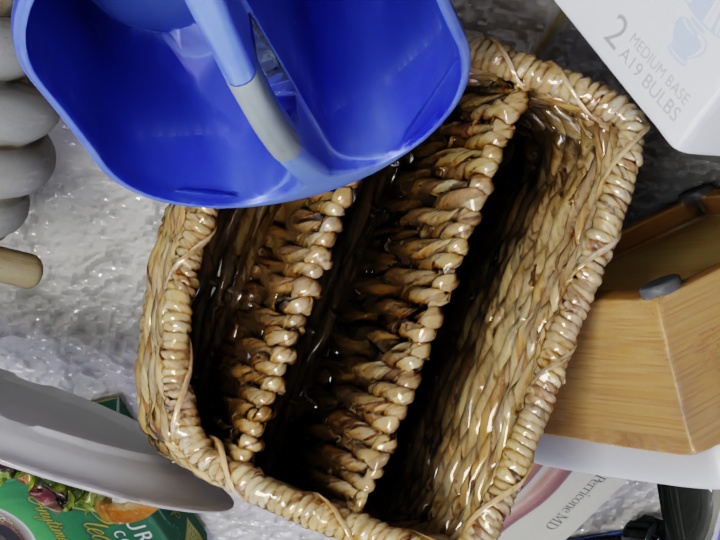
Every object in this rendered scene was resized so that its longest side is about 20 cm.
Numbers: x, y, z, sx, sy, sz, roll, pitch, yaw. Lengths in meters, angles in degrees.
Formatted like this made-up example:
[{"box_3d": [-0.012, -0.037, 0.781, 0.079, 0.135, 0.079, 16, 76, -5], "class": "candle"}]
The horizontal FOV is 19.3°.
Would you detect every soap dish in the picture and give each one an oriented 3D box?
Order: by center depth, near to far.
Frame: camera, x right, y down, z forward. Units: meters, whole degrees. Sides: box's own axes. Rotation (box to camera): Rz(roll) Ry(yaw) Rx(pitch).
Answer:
[{"box_3d": [0.144, 0.020, 0.866, 0.157, 0.200, 0.082, -24, 98, -19], "class": "soap dish"}]

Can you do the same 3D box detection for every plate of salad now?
[{"box_3d": [-0.151, 0.076, 0.912, 0.199, 0.200, 0.048, 20, 92, -16], "class": "plate of salad"}]

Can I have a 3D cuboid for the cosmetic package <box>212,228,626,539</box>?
[{"box_3d": [0.018, 0.055, 0.991, 0.199, 0.088, 0.104, 23, 130, -19], "class": "cosmetic package"}]

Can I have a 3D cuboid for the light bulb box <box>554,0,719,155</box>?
[{"box_3d": [0.138, -0.171, 0.656, 0.124, 0.199, 0.201, 0, 134, -42], "class": "light bulb box"}]

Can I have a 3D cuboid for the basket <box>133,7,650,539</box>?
[{"box_3d": [0.000, 0.000, 0.836, 0.142, 0.149, 0.201, 24, 86, -18], "class": "basket"}]

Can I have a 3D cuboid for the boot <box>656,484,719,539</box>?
[{"box_3d": [0.216, 0.090, 0.988, 0.153, 0.074, 0.204, -8, 168, 4], "class": "boot"}]

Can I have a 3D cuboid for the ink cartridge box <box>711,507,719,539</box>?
[{"box_3d": [0.233, 0.124, 0.927, 0.199, 0.043, 0.199, -18, 135, -25], "class": "ink cartridge box"}]

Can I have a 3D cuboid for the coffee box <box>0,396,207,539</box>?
[{"box_3d": [-0.192, 0.137, 1.108, 0.199, 0.044, 0.123, -14, 132, 16], "class": "coffee box"}]

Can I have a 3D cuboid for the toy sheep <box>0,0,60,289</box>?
[{"box_3d": [-0.183, -0.056, 0.860, 0.137, 0.138, 0.201, 18, 102, -15], "class": "toy sheep"}]

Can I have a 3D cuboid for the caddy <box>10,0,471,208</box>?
[{"box_3d": [-0.041, -0.091, 0.733, 0.140, 0.106, 0.200, -17, 152, 8], "class": "caddy"}]

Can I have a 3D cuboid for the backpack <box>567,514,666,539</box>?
[{"box_3d": [0.094, 0.243, 1.092, 0.181, 0.201, 0.135, -7, 134, 8], "class": "backpack"}]
